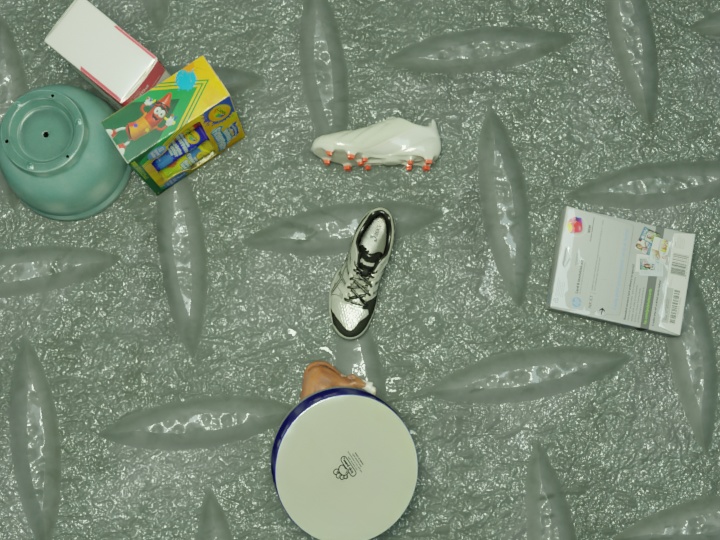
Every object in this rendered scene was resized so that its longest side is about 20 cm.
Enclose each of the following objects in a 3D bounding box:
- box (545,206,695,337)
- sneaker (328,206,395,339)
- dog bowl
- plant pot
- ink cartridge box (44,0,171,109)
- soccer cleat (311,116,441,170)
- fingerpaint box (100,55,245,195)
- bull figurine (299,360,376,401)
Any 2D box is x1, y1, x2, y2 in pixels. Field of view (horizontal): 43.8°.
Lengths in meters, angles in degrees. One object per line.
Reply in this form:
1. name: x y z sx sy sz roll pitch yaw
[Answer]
1. box: 0.388 0.002 1.342 0.197 0.041 0.158 12 81 0
2. sneaker: 0.000 0.000 1.313 0.074 0.088 0.203 14 83 -1
3. dog bowl: -0.023 0.263 1.220 0.197 0.079 0.204 0 89 -8
4. plant pot: -0.443 -0.185 1.309 0.197 0.134 0.204 0 82 -2
5. ink cartridge box: -0.344 -0.286 1.293 0.146 0.200 0.083 38 86 5
6. soccer cleat: 0.024 -0.195 1.356 0.197 0.069 0.079 1 76 -8
7. fingerpaint box: -0.259 -0.199 1.281 0.166 0.200 0.074 -35 85 -6
8. bull figurine: -0.051 0.236 1.289 0.119 0.065 0.203 11 87 -6
